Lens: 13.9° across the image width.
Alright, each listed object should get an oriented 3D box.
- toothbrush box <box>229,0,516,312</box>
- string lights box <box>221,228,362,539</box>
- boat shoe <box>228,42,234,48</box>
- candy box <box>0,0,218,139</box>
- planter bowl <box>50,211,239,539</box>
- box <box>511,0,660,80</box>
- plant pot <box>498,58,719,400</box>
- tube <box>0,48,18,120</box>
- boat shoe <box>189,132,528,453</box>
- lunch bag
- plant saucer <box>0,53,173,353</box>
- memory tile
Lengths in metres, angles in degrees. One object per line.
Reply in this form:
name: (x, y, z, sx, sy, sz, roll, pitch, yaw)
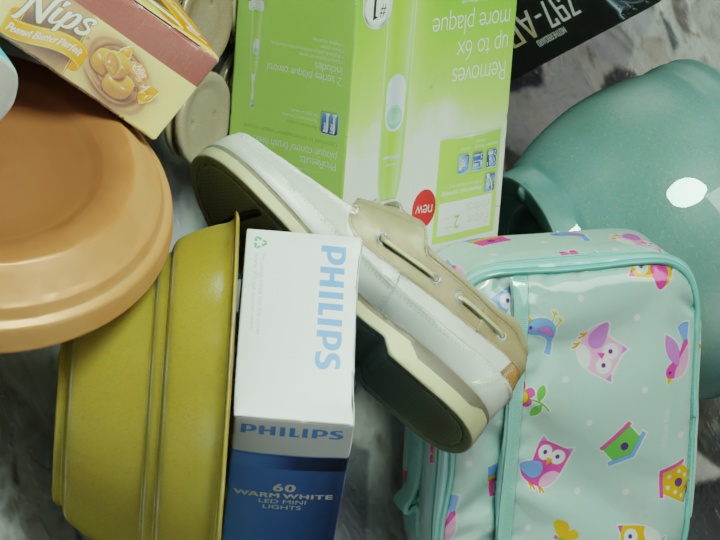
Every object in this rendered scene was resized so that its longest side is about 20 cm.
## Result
toothbrush box: (0.006, -0.077, 1.580, 0.145, 0.086, 0.201, -11, 111, -51)
string lights box: (-0.035, 0.076, 1.441, 0.059, 0.200, 0.103, 4, 59, -3)
boat shoe: (-0.093, -0.183, 1.613, 0.200, 0.072, 0.072, 49, 42, -28)
candy box: (-0.152, -0.151, 1.459, 0.115, 0.055, 0.200, 34, 12, -30)
planter bowl: (-0.105, 0.069, 1.419, 0.083, 0.201, 0.202, 4, 60, -4)
box: (0.123, -0.173, 1.737, 0.044, 0.199, 0.160, 54, 40, -11)
plant pot: (0.149, -0.010, 1.708, 0.133, 0.200, 0.202, -14, 80, -22)
tube: (-0.228, -0.141, 1.409, 0.077, 0.050, 0.200, 21, 25, -48)
boat shoe: (0.000, 0.000, 1.485, 0.200, 0.075, 0.068, 46, 63, -8)
lunch bag: (0.099, 0.082, 1.586, 0.159, 0.077, 0.201, -4, 106, -22)
plant saucer: (-0.184, -0.042, 1.375, 0.199, 0.038, 0.201, 7, 41, -6)
memory tile: (-0.047, -0.149, 1.579, 0.200, 0.017, 0.154, -27, 123, -55)
